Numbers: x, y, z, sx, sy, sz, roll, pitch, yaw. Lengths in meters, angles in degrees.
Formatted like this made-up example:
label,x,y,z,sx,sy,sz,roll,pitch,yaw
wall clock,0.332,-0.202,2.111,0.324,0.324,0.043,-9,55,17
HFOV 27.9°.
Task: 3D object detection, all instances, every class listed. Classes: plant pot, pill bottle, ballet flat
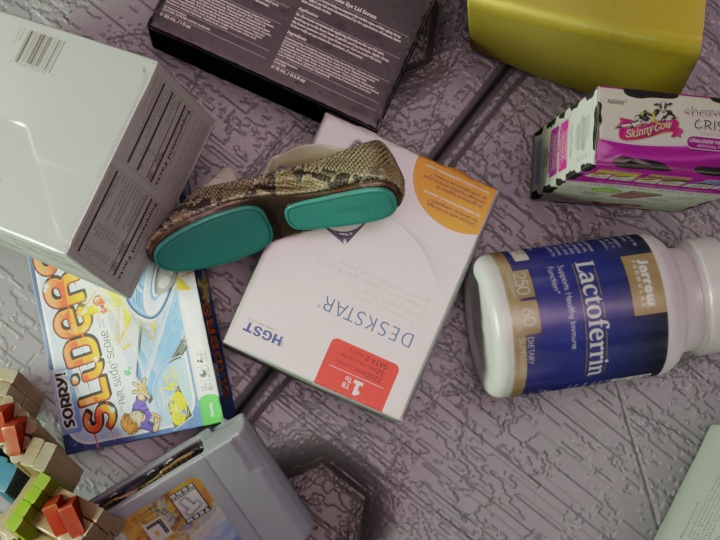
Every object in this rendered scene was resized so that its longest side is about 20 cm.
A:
label,x,y,z,sx,sy,sz,roll,pitch,yaw
plant pot,0.178,-0.250,1.153,0.176,0.200,0.200,5,84,5
pill bottle,0.191,0.032,1.157,0.200,0.116,0.116,-8,85,-7
ballet flat,-0.067,-0.055,1.099,0.200,0.068,0.075,-15,53,1

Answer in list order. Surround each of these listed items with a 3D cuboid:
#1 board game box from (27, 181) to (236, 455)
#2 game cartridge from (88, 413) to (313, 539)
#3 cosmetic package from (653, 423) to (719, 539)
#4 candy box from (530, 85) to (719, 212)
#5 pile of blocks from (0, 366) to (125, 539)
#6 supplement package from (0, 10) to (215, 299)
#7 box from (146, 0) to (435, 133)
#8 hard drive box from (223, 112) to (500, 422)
label,x,y,z,sx,sy,sz,roll,pitch,yaw
board game box,-0.183,0.033,1.139,0.135,0.034,0.200,-14,85,12
game cartridge,-0.142,0.210,1.113,0.200,0.042,0.133,-32,114,-2
cosmetic package,0.336,0.225,1.110,0.165,0.200,0.165,30,81,-2
candy box,0.220,-0.091,1.129,0.136,0.200,0.061,5,84,-7
pile of blocks,-0.254,0.146,1.074,0.082,0.062,0.200,-37,53,-6
supplement package,-0.241,-0.094,1.088,0.200,0.111,0.156,20,79,22
box,-0.052,-0.210,1.175,0.200,0.079,0.141,25,85,-3
hard drive box,0.000,0.000,1.160,0.156,0.077,0.200,23,83,-3
